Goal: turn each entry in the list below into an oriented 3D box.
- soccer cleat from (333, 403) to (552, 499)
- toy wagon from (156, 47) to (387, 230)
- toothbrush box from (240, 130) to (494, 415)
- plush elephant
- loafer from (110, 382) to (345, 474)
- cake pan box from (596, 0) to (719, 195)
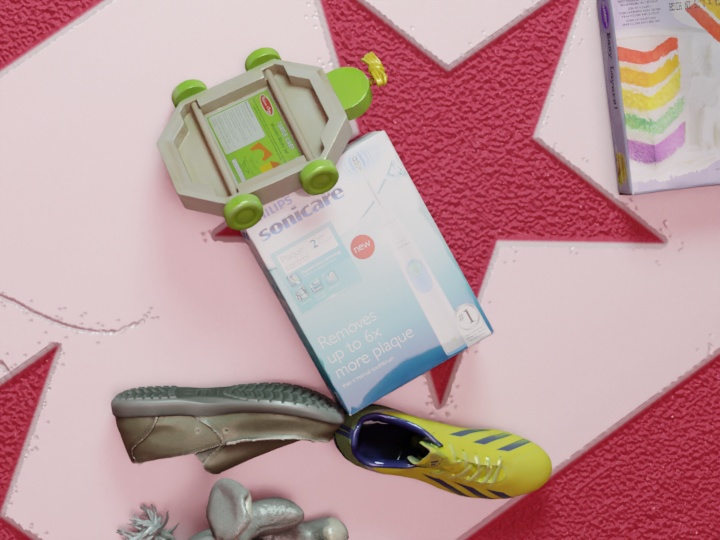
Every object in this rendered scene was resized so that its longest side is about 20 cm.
[{"bbox_3d":[0.073,0.162,1.672,0.200,0.084,0.065,14,91,-9],"label":"soccer cleat"},{"bbox_3d":[-0.068,-0.119,1.611,0.200,0.040,0.155,-24,53,-3],"label":"toy wagon"},{"bbox_3d":[0.000,0.000,1.653,0.146,0.085,0.200,-29,96,-6],"label":"toothbrush box"},{"bbox_3d":[-0.107,0.263,1.614,0.200,0.155,0.165,27,89,-10],"label":"plush elephant"},{"bbox_3d":[-0.112,0.136,1.649,0.200,0.075,0.070,1,99,6],"label":"loafer"},{"bbox_3d":[0.317,-0.167,1.710,0.200,0.052,0.184,-6,96,-8],"label":"cake pan box"}]
